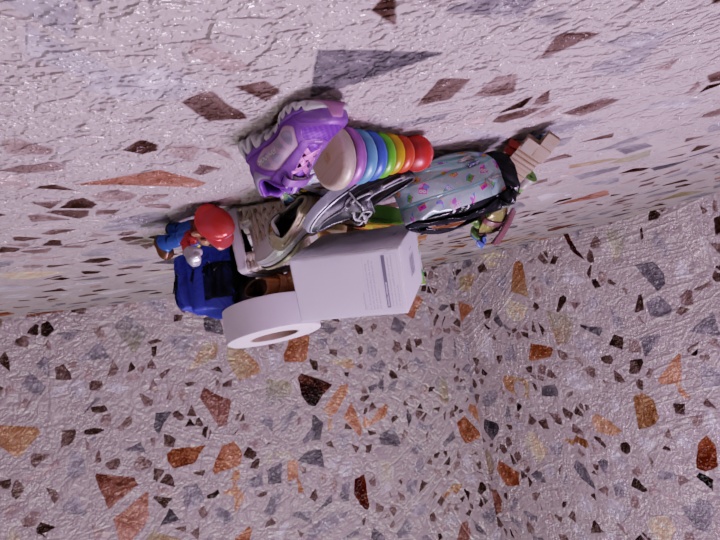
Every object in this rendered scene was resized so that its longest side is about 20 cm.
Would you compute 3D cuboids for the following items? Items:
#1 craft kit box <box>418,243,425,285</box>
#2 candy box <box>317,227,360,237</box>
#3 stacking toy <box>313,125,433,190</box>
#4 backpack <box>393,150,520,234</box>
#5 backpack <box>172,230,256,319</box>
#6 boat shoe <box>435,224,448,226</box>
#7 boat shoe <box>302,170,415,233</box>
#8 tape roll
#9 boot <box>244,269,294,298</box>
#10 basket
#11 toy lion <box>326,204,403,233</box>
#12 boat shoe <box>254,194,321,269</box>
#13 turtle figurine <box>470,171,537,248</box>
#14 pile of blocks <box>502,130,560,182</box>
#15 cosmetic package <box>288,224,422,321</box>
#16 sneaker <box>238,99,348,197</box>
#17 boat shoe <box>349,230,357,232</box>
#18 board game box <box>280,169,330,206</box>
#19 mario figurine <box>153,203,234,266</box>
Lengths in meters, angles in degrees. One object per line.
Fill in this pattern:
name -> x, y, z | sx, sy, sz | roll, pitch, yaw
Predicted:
craft kit box -> 0.094, -0.054, 1.459 | 0.048, 0.200, 0.199 | -14, 173, 34
candy box -> -0.037, -0.036, 1.358 | 0.115, 0.202, 0.056 | -10, -169, -1
stacking toy -> 0.031, -0.167, 0.797 | 0.199, 0.086, 0.085 | -14, 179, -38
backpack -> 0.156, -0.140, 0.979 | 0.198, 0.128, 0.167 | -16, 175, -10
backpack -> -0.319, -0.003, 1.217 | 0.166, 0.202, 0.163 | -4, 168, 0
boat shoe -> 0.172, -0.129, 1.233 | 0.066, 0.075, 0.199 | -34, -171, 7
boat shoe -> -0.002, -0.112, 0.911 | 0.198, 0.068, 0.074 | -34, 169, -3
tape roll -> -0.187, 0.105, 1.167 | 0.200, 0.072, 0.203 | -13, 168, -3
boot -> -0.185, 0.043, 1.211 | 0.154, 0.074, 0.200 | -11, 163, -41
basket -> -0.183, -0.065, 1.176 | 0.122, 0.137, 0.200 | -14, 175, 6
toy lion -> 0.033, -0.109, 1.177 | 0.190, 0.069, 0.200 | 6, 177, -18
boat shoe -> -0.136, -0.074, 1.005 | 0.068, 0.075, 0.200 | 21, 132, -42
turtle figurine -> 0.277, -0.171, 1.213 | 0.143, 0.201, 0.194 | 20, 143, -11
pile of blocks -> 0.282, -0.207, 0.989 | 0.062, 0.082, 0.200 | 33, 160, -2
cosmetic package -> 0.000, 0.000, 1.031 | 0.198, 0.124, 0.199 | -5, -166, 15
sneaker -> -0.080, -0.146, 0.698 | 0.080, 0.089, 0.199 | -4, 171, -40
boat shoe -> 0.024, -0.051, 1.290 | 0.198, 0.063, 0.071 | -6, 145, -21
board game box -> -0.077, -0.153, 0.929 | 0.125, 0.035, 0.200 | -10, 175, -6
mario figurine -> -0.312, -0.059, 1.087 | 0.199, 0.125, 0.106 | -8, 164, 40
